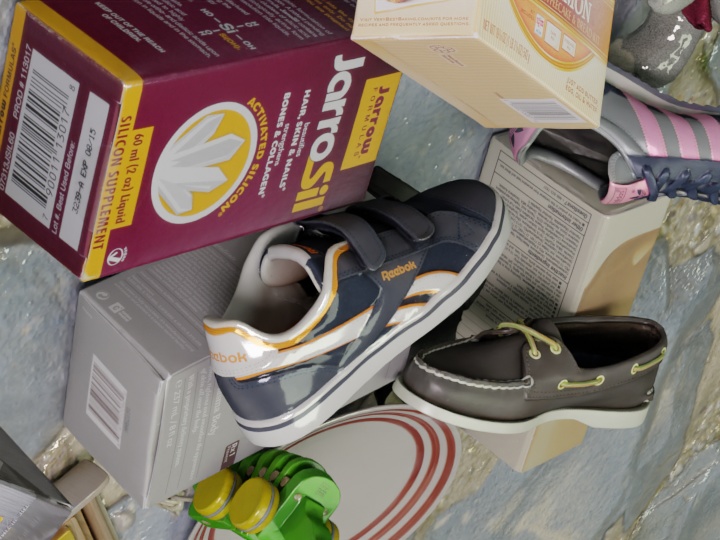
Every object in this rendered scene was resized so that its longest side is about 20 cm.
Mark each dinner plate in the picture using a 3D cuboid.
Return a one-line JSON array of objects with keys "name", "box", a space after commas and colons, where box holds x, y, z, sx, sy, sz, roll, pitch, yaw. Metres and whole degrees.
[{"name": "dinner plate", "box": [-0.027, 0.146, 1.475, 0.199, 0.024, 0.201, -22, 147, -15]}]

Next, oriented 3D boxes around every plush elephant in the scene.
[{"name": "plush elephant", "box": [0.221, -0.193, 1.373, 0.154, 0.164, 0.201, 15, 101, -54]}]

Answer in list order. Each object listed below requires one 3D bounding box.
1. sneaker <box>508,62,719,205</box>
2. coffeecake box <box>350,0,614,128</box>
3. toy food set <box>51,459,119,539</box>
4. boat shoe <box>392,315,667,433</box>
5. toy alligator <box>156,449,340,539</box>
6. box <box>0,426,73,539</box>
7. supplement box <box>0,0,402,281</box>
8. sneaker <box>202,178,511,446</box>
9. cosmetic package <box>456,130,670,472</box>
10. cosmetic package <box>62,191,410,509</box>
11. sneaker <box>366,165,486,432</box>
[{"name": "sneaker", "box": [0.182, -0.061, 1.405, 0.070, 0.199, 0.082, 102, 10, -53]}, {"name": "coffeecake box", "box": [0.074, -0.189, 1.178, 0.153, 0.073, 0.202, 25, 70, -58]}, {"name": "toy food set", "box": [-0.178, 0.211, 1.340, 0.143, 0.060, 0.201, -40, 147, -19]}, {"name": "boat shoe", "box": [0.104, 0.055, 1.387, 0.200, 0.072, 0.061, 1, 119, -43]}, {"name": "toy alligator", "box": [-0.061, 0.124, 1.313, 0.059, 0.200, 0.055, 35, 77, -30]}, {"name": "box", "box": [-0.229, 0.039, 0.966, 0.048, 0.200, 0.158, -50, 148, 4]}, {"name": "supplement box", "box": [-0.079, -0.080, 1.156, 0.199, 0.086, 0.111, -17, 134, -44]}, {"name": "sneaker", "box": [0.000, 0.000, 1.215, 0.200, 0.078, 0.080, -44, 122, -29]}, {"name": "cosmetic package", "box": [0.114, 0.015, 1.491, 0.071, 0.105, 0.201, -18, 137, -43]}, {"name": "cosmetic package", "box": [-0.062, 0.036, 1.294, 0.199, 0.090, 0.107, -24, 142, -33]}, {"name": "sneaker", "box": [0.022, 0.020, 1.413, 0.104, 0.060, 0.200, -53, 154, -7]}]
